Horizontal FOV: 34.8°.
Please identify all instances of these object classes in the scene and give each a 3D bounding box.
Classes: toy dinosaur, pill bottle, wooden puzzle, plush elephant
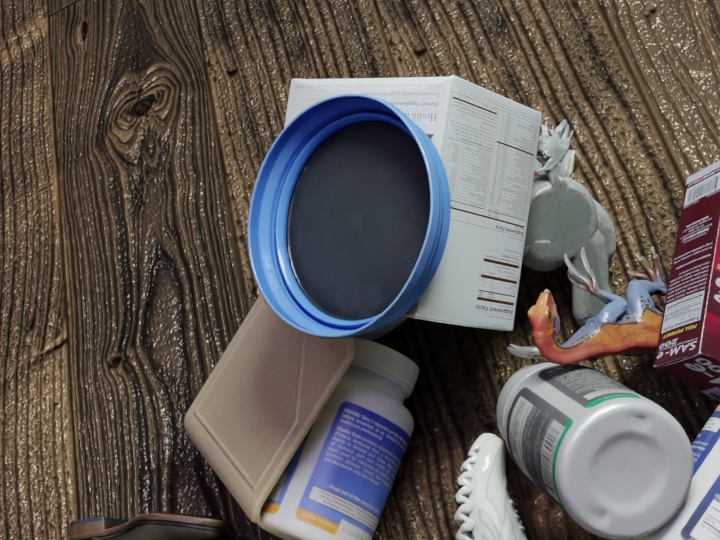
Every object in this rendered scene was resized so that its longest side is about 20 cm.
[{"bbox_3d":[0.227,0.041,1.006,0.199,0.106,0.181,11,24,29],"label":"toy dinosaur"},{"bbox_3d":[0.188,0.142,0.971,0.113,0.113,0.200,-45,12,-1],"label":"pill bottle"},{"bbox_3d":[-0.014,0.173,1.119,0.112,0.112,0.201,11,68,33],"label":"pill bottle"},{"bbox_3d":[-0.089,0.118,1.123,0.201,0.037,0.185,-62,35,6],"label":"wooden puzzle"},{"bbox_3d":[0.162,-0.054,1.138,0.164,0.155,0.201,0,102,-9],"label":"plush elephant"},{"bbox_3d":[0.293,0.208,0.931,0.111,0.111,0.200,31,80,37],"label":"pill bottle"}]

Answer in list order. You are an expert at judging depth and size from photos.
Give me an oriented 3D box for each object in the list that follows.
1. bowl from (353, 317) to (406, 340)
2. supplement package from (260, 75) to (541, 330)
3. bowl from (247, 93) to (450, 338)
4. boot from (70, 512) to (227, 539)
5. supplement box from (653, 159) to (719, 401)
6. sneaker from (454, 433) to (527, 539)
[{"bbox_3d":[0.000,0.000,1.225,0.200,0.090,0.202,-13,58,22],"label":"bowl"},{"bbox_3d":[0.035,-0.060,1.036,0.191,0.147,0.201,6,88,41],"label":"supplement package"},{"bbox_3d":[-0.010,-0.043,0.948,0.200,0.039,0.202,-6,80,40],"label":"bowl"},{"bbox_3d":[-0.220,0.304,1.192,0.199,0.075,0.097,-12,69,31],"label":"boot"},{"bbox_3d":[0.332,0.012,1.011,0.061,0.108,0.201,-32,36,58],"label":"supplement box"},{"bbox_3d":[0.125,0.247,1.033,0.081,0.075,0.201,-2,69,18],"label":"sneaker"}]
